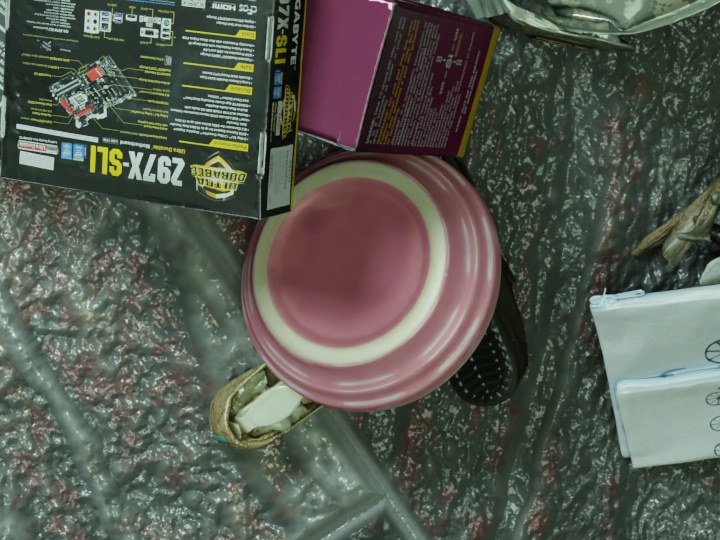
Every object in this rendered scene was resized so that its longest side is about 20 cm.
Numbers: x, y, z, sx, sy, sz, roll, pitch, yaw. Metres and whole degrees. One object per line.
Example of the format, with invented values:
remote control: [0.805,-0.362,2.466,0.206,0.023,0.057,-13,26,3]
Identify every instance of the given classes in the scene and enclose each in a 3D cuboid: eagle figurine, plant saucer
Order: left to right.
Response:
plant saucer: [0.000,0.000,1.399,0.200,0.051,0.201,-6,74,22]
eagle figurine: [0.330,0.001,1.447,0.200,0.152,0.151,40,75,-6]

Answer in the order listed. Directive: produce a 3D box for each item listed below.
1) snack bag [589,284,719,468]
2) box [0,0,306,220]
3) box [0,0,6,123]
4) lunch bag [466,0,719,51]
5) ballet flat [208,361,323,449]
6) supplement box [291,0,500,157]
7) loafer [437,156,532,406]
snack bag: [0.275,0.075,1.433,0.188,0.021,0.200,-7,137,11]
box: [-0.137,-0.126,1.253,0.200,0.049,0.160,9,104,23]
box: [-0.275,-0.222,1.348,0.200,0.123,0.198,43,93,-12]
lunch bag: [0.178,-0.216,1.370,0.200,0.164,0.118,-24,99,0]
ballet flat: [-0.027,0.072,1.456,0.200,0.065,0.071,-40,100,3]
supplement box: [-0.006,-0.144,1.332,0.131,0.200,0.103,20,100,21]
loafer: [0.075,0.002,1.458,0.073,0.071,0.200,-15,90,27]
